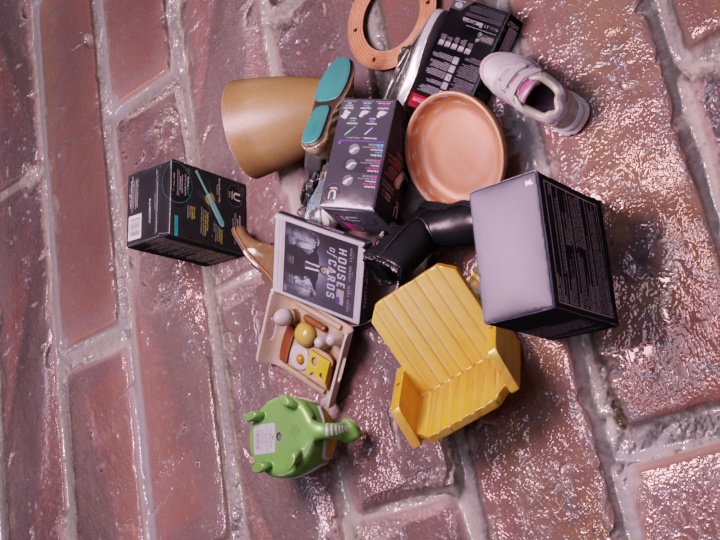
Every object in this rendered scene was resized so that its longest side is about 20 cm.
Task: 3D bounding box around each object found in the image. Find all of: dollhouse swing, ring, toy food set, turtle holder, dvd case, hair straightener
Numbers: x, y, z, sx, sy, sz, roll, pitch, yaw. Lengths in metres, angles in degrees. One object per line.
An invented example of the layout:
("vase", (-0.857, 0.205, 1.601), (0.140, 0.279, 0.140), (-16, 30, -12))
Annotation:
("dollhouse swing", (0.115, 0.123, 1.575), (0.199, 0.176, 0.182), (-32, 19, 23))
("ring", (0.059, -0.459, 1.869), (0.200, 0.019, 0.202), (-8, 76, 37))
("toy food set", (-0.102, 0.137, 1.822), (0.200, 0.060, 0.144), (28, 112, 39))
("turtle holder", (-0.097, 0.276, 1.763), (0.185, 0.131, 0.141), (-44, 56, 22))
("dvd case", (-0.069, -0.006, 1.781), (0.199, 0.025, 0.151), (20, 117, 33))
("hair straightener", (-0.095, -0.166, 1.853), (0.041, 0.077, 0.201), (21, 133, 2))

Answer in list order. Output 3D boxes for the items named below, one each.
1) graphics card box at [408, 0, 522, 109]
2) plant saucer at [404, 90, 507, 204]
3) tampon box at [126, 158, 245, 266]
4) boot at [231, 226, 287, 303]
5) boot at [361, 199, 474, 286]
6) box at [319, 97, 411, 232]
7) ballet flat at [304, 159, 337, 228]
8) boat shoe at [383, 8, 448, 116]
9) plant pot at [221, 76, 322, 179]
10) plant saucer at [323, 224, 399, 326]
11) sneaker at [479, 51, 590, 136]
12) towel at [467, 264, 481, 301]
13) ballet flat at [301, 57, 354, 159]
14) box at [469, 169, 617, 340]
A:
("graphics card box", (0.174, -0.347, 1.730), (0.125, 0.051, 0.201), (29, 100, 38))
("plant saucer", (0.159, -0.193, 1.681), (0.199, 0.037, 0.202), (15, 113, 38))
("tampon box", (-0.334, -0.107, 1.991), (0.126, 0.199, 0.151), (-13, 71, 36))
("boot", (-0.171, -0.026, 1.940), (0.075, 0.074, 0.200), (-43, 59, 1))
("boot", (0.104, -0.042, 1.643), (0.162, 0.074, 0.198), (-40, 27, -24))
("box", (0.017, -0.177, 1.746), (0.105, 0.122, 0.201), (5, 74, 25))
("ballet flat", (-0.046, -0.133, 1.829), (0.074, 0.074, 0.201), (3, 70, 39))
("boat shoe", (0.092, -0.362, 1.783), (0.063, 0.071, 0.201), (30, 101, 31))
("plant pot", (-0.124, -0.281, 1.893), (0.199, 0.186, 0.188), (-12, 72, 18))
("plant saucer", (0.000, 0.000, 1.809), (0.199, 0.032, 0.202), (-9, 76, 38))
("sneaker", (0.263, -0.288, 1.608), (0.200, 0.088, 0.082), (36, 103, 29))
("towel", (0.171, 0.089, 1.660), (0.086, 0.018, 0.201), (40, 106, 38))
("ballet flat", (-0.049, -0.275, 1.781), (0.070, 0.065, 0.201), (4, 60, 34))
("box", (0.264, -0.016, 1.491), (0.123, 0.198, 0.201), (-16, 70, 35))
